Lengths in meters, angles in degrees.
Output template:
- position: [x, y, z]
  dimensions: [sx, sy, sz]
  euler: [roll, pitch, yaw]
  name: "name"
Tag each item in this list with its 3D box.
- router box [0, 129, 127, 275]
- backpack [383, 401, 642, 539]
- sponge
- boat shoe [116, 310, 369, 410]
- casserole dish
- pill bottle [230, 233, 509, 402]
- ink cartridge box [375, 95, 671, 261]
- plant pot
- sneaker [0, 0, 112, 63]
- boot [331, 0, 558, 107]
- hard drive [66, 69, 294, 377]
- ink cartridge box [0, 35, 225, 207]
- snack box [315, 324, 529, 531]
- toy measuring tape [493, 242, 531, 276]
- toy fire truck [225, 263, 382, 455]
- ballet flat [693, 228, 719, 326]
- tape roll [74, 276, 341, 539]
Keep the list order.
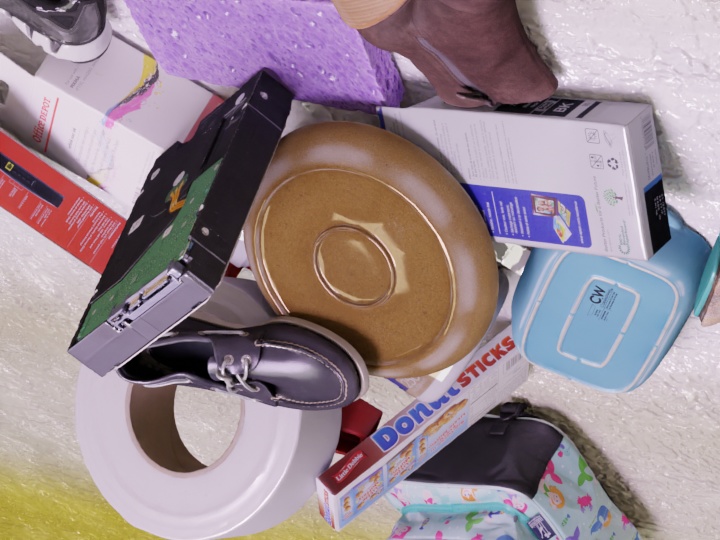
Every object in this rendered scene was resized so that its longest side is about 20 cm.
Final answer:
- position: [-0.290, -0.085, 1.757]
  dimensions: [0.200, 0.049, 0.179]
  euler: [32, 175, 46]
  name: "router box"
- position: [0.132, 0.221, 1.862]
  dimensions: [0.177, 0.151, 0.200]
  euler: [-3, 142, 46]
  name: "backpack"
- position: [-0.070, -0.165, 1.535]
  dimensions: [0.199, 0.030, 0.112]
  euler: [12, 149, 30]
  name: "sponge"
- position: [-0.088, 0.072, 1.588]
  dimensions: [0.199, 0.063, 0.073]
  euler: [10, 122, 31]
  name: "boat shoe"
- position: [0.170, 0.024, 1.560]
  dimensions: [0.121, 0.039, 0.200]
  euler: [21, 142, 1]
  name: "casserole dish"
- position: [0.000, 0.000, 1.646]
  dimensions: [0.200, 0.116, 0.116]
  euler: [33, 153, -4]
  name: "pill bottle"
- position: [0.107, -0.067, 1.478]
  dimensions: [0.199, 0.039, 0.100]
  euler: [8, 123, 36]
  name: "ink cartridge box"
- position: [0.000, -0.007, 1.541]
  dimensions: [0.199, 0.027, 0.201]
  euler: [15, 124, 23]
  name: "plant pot"
- position: [-0.266, -0.225, 1.598]
  dimensions: [0.199, 0.067, 0.091]
  euler: [26, 150, 2]
  name: "sneaker"
- position: [0.081, -0.163, 1.372]
  dimensions: [0.199, 0.073, 0.166]
  euler: [1, 153, 42]
  name: "boot"
- position: [-0.120, -0.033, 1.524]
  dimensions: [0.038, 0.200, 0.140]
  euler: [38, 133, -18]
  name: "hard drive"
- position: [-0.188, -0.117, 1.693]
  dimensions: [0.199, 0.068, 0.117]
  euler: [30, 153, -1]
  name: "ink cartridge box"
- position: [0.050, 0.120, 1.710]
  dimensions: [0.024, 0.200, 0.072]
  euler: [46, 162, 22]
  name: "snack box"
- position: [0.052, -0.038, 1.575]
  dimensions: [0.200, 0.074, 0.074]
  euler: [35, 153, -8]
  name: "toy measuring tape"
- position: [-0.056, 0.044, 1.747]
  dimensions: [0.199, 0.141, 0.049]
  euler: [28, 153, 6]
  name: "toy fire truck"
- position: [0.257, -0.015, 1.421]
  dimensions: [0.067, 0.068, 0.200]
  euler: [17, 152, 10]
  name: "ballet flat"
- position: [-0.116, 0.103, 1.688]
  dimensions: [0.202, 0.203, 0.071]
  euler: [16, -176, 27]
  name: "tape roll"
